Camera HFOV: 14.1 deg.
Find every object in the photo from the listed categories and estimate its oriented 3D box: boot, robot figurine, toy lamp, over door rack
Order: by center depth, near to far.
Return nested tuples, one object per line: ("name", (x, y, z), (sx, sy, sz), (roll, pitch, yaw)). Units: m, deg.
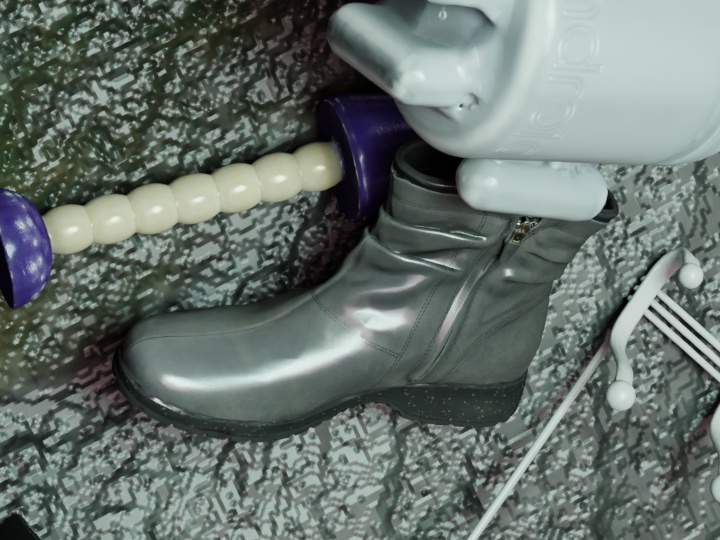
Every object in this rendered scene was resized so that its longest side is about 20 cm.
("robot figurine", (0.087, -0.098, 1.137), (0.199, 0.113, 0.170), (0, 119, -34))
("boot", (0.000, 0.000, 1.210), (0.199, 0.070, 0.132), (-4, 134, -29))
("toy lamp", (-0.057, -0.033, 1.222), (0.199, 0.058, 0.059), (-17, 104, -14))
("over door rack", (0.136, 0.113, 1.303), (0.148, 0.067, 0.200), (41, 86, -19))

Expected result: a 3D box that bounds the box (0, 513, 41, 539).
("box", (-0.118, 0.228, 1.201), (0.124, 0.148, 0.200), (-38, 108, -9))
